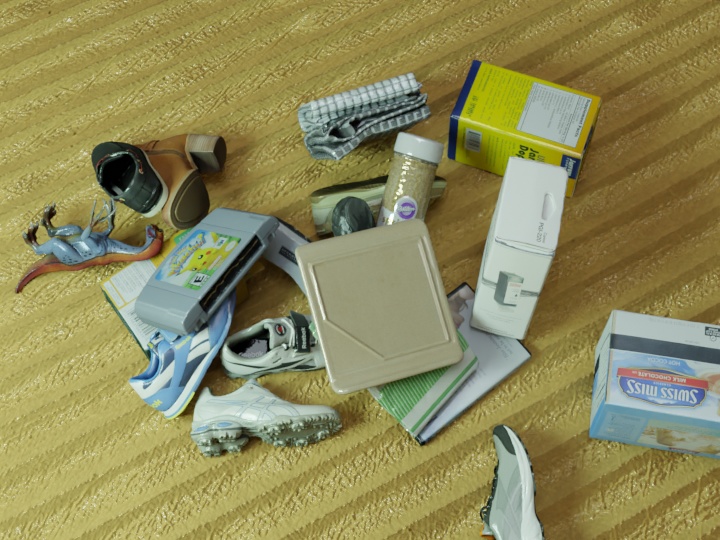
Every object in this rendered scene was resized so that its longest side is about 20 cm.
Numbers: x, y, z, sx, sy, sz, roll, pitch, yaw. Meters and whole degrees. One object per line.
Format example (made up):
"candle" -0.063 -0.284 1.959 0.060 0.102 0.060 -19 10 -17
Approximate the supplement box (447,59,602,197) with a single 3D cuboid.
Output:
"supplement box" 0.236 -0.206 1.646 0.197 0.110 0.110 19 65 12

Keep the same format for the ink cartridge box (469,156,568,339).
"ink cartridge box" 0.207 -0.027 1.491 0.083 0.201 0.147 14 55 2

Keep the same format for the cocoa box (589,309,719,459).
"cocoa box" 0.402 0.149 1.444 0.196 0.134 0.133 9 64 6

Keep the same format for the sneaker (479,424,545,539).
"sneaker" 0.183 0.290 1.414 0.078 0.074 0.203 -7 63 3

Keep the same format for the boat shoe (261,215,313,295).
"boat shoe" -0.074 -0.013 1.579 0.199 0.057 0.069 39 109 4

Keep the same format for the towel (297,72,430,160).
"towel" 0.003 -0.217 1.615 0.163 0.200 0.087 -18 98 -9

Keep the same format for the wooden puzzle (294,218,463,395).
"wooden puzzle" 0.023 0.045 1.461 0.182 0.037 0.203 -13 77 -18

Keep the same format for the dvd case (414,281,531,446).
"dvd case" 0.113 0.123 1.530 0.199 0.018 0.143 -36 68 -15

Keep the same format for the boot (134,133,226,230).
"boot" -0.287 -0.122 1.614 0.152 0.075 0.201 -2 36 17

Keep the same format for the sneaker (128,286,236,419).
"sneaker" -0.230 0.092 1.487 0.082 0.074 0.202 31 81 -17

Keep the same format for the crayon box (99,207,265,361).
"crayon box" -0.244 0.019 1.574 0.199 0.052 0.126 -35 67 -15

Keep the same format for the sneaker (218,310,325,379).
"sneaker" -0.092 0.095 1.508 0.197 0.089 0.075 -16 70 -7

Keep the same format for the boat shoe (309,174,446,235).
"boat shoe" 0.028 -0.097 1.626 0.197 0.073 0.064 -11 106 -8

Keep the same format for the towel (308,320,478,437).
"towel" 0.048 0.096 1.484 0.200 0.023 0.153 47 71 -2

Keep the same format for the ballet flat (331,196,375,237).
"ballet flat" 0.000 0.000 1.529 0.065 0.057 0.204 -4 84 -23

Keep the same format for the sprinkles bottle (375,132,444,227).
"sprinkles bottle" 0.059 -0.085 1.559 0.067 0.068 0.203 16 97 10

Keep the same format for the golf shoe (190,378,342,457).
"golf shoe" -0.124 0.180 1.478 0.196 0.079 0.099 -4 56 -2

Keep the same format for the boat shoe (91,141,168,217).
"boat shoe" -0.333 -0.141 1.576 0.074 0.063 0.201 -53 40 3

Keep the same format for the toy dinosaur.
"toy dinosaur" -0.369 -0.034 1.581 0.179 0.202 0.105 24 29 5

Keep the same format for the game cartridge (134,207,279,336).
"game cartridge" -0.208 -0.004 1.501 0.132 0.041 0.201 7 52 48
